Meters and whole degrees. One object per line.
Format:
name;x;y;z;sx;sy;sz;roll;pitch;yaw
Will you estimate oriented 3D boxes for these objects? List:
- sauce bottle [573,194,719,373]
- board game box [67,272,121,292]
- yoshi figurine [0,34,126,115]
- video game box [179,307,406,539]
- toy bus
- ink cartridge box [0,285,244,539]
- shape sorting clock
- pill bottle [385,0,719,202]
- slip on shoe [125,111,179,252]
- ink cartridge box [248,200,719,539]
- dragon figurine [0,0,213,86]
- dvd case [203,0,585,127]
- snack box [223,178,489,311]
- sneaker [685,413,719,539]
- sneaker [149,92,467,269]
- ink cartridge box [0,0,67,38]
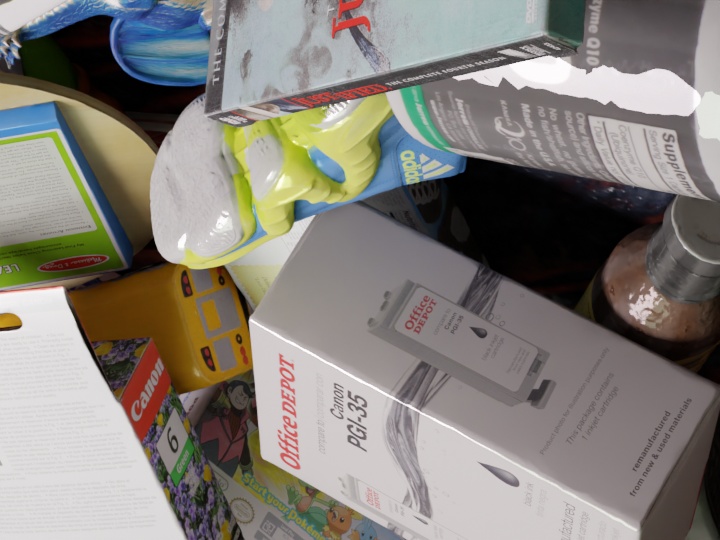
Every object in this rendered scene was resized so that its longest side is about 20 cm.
sauce bottle;0.131;0.019;1.206;0.064;0.065;0.200;28;156;3
board game box;-0.214;0.003;1.520;0.199;0.041;0.200;28;166;4
yoshi figurine;-0.196;-0.110;1.272;0.111;0.113;0.200;-3;138;37
video game box;-0.028;0.139;1.455;0.200;0.183;0.047;41;157;-22
toy bus;-0.145;0.044;1.361;0.199;0.078;0.066;-16;93;31
ink cartridge box;-0.141;0.075;1.292;0.108;0.050;0.201;-5;127;24
shape sorting clock;-0.189;-0.037;1.271;0.198;0.039;0.200;-3;146;-2
pill bottle;0.115;-0.085;0.977;0.199;0.113;0.113;11;149;32
slip on shoe;-0.135;-0.041;1.378;0.199;0.061;0.074;3;146;45
ink cartridge box;0.053;0.070;1.221;0.199;0.083;0.147;28;154;16
dragon figurine;-0.076;-0.118;1.161;0.199;0.059;0.099;6;160;-20
dvd case;0.012;-0.136;0.966;0.022;0.147;0.199;11;169;-35
snack box;0.000;0.000;1.310;0.115;0.037;0.200;-2;142;24
sneaker;0.148;0.127;1.379;0.114;0.076;0.200;16;148;30
sneaker;-0.012;-0.047;1.165;0.104;0.076;0.200;7;160;-29
ink cartridge box;-0.125;-0.170;1.033;0.084;0.146;0.200;38;153;-20
